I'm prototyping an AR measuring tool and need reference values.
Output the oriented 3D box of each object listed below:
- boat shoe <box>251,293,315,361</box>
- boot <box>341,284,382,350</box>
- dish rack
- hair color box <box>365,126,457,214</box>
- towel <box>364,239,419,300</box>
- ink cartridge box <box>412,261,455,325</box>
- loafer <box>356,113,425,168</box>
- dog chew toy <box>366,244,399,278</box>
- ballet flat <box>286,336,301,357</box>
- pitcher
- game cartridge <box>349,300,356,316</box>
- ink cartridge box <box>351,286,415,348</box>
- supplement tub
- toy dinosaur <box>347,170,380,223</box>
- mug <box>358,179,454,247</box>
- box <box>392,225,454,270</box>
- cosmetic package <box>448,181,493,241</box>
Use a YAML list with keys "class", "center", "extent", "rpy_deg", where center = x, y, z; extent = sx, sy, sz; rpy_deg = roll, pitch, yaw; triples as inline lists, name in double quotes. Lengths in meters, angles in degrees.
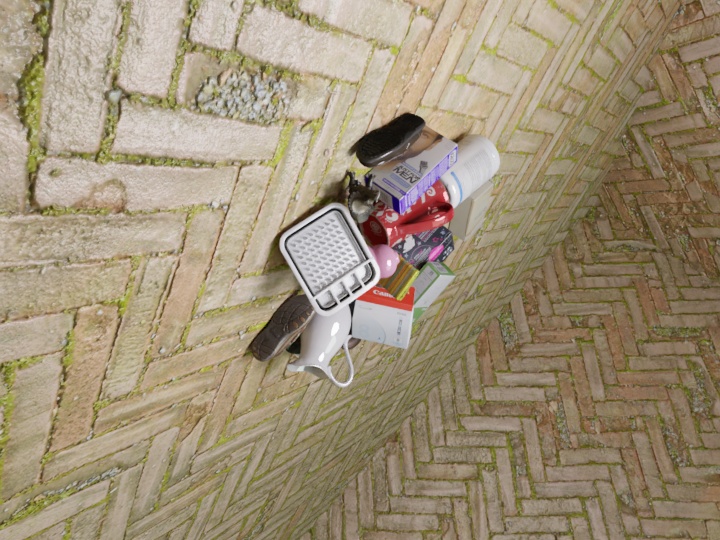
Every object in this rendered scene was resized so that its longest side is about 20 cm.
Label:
- class: "boat shoe"
  center: [-0.174, 0.134, 1.359]
  extent: [0.200, 0.076, 0.072]
  rpy_deg: [-43, 160, 3]
- class: "boot"
  center: [0.020, 0.125, 1.645]
  extent: [0.187, 0.064, 0.200]
  rpy_deg: [-53, 177, -34]
- class: "dish rack"
  center: [-0.067, -0.024, 1.212]
  extent: [0.171, 0.201, 0.043]
  rpy_deg: [-34, -164, -18]
- class: "hair color box"
  center: [0.118, -0.233, 1.307]
  extent: [0.200, 0.109, 0.065]
  rpy_deg: [-44, 154, -18]
- class: "towel"
  center: [0.061, -0.013, 1.412]
  extent: [0.018, 0.200, 0.086]
  rpy_deg: [27, 102, -47]
- class: "ink cartridge box"
  center: [0.166, 0.067, 1.603]
  extent: [0.200, 0.059, 0.104]
  rpy_deg: [-52, 154, 20]
- class: "loafer"
  center: [0.068, -0.262, 1.218]
  extent: [0.200, 0.073, 0.072]
  rpy_deg: [-36, 151, -32]
- class: "dog chew toy"
  center: [-0.008, -0.004, 1.320]
  extent: [0.198, 0.125, 0.125]
  rpy_deg: [-15, 152, 0]
- class: "ballet flat"
  center: [-0.137, 0.206, 1.539]
  extent: [0.068, 0.068, 0.200]
  rpy_deg: [-45, 148, 10]
- class: "pitcher"
  center: [-0.075, 0.176, 1.425]
  extent: [0.121, 0.171, 0.201]
  rpy_deg: [-29, -143, 57]
- class: "game cartridge"
  center: [-0.038, 0.092, 1.584]
  extent: [0.201, 0.041, 0.133]
  rpy_deg: [-57, 160, 10]
- class: "ink cartridge box"
  center: [0.059, 0.114, 1.530]
  extent: [0.047, 0.159, 0.201]
  rpy_deg: [-67, 164, -46]
- class: "supplement tub"
  center: [0.257, -0.256, 1.502]
  extent: [0.200, 0.132, 0.132]
  rpy_deg: [-37, 153, -27]
- class: "toy dinosaur"
  center: [-0.002, -0.146, 1.226]
  extent: [0.200, 0.076, 0.103]
  rpy_deg: [113, -12, -73]
- class: "mug"
  center: [0.112, -0.144, 1.380]
  extent: [0.199, 0.134, 0.177]
  rpy_deg: [-33, -171, -27]
- class: "box"
  center: [0.162, -0.046, 1.650]
  extent: [0.200, 0.115, 0.132]
  rpy_deg: [-46, 157, -6]
- class: "cosmetic package"
  center: [0.349, -0.200, 1.826]
  extent: [0.103, 0.073, 0.201]
  rpy_deg: [-41, 153, -24]
